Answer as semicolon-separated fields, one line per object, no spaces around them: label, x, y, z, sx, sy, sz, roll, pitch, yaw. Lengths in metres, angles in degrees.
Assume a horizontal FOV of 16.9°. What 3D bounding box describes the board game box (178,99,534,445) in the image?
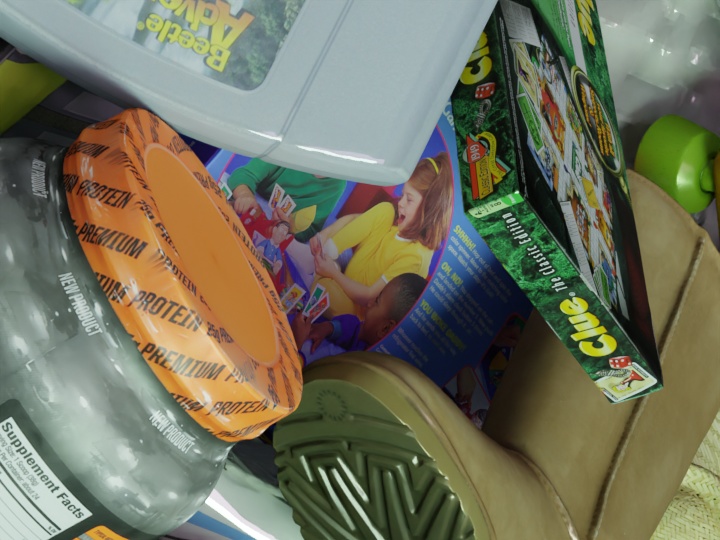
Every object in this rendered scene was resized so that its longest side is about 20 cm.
board game box;0.000;0.000;0.863;0.135;0.045;0.200;-49;131;-8

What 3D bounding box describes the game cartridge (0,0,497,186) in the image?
game cartridge;-0.051;-0.114;0.702;0.199;0.041;0.134;28;82;-11

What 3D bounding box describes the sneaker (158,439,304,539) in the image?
sneaker;-0.065;0.077;0.800;0.199;0.072;0.073;22;98;-17

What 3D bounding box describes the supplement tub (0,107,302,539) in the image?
supplement tub;-0.124;0.043;0.691;0.199;0.123;0.123;-29;131;11

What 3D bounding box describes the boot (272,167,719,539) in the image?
boot;0.057;0.037;0.810;0.200;0.066;0.176;-59;136;-39

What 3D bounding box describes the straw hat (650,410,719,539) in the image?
straw hat;0.108;0.118;0.909;0.199;0.085;0.203;4;76;-17

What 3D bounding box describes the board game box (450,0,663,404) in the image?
board game box;0.057;-0.063;0.792;0.023;0.201;0.105;-25;133;21

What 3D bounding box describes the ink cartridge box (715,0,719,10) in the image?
ink cartridge box;0.212;-0.132;0.935;0.148;0.085;0.200;-43;132;-14

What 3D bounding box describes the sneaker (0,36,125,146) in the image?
sneaker;-0.083;-0.069;0.761;0.199;0.074;0.081;-33;137;-14

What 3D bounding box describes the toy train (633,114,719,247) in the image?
toy train;0.151;-0.033;0.911;0.085;0.115;0.201;-37;132;-31
